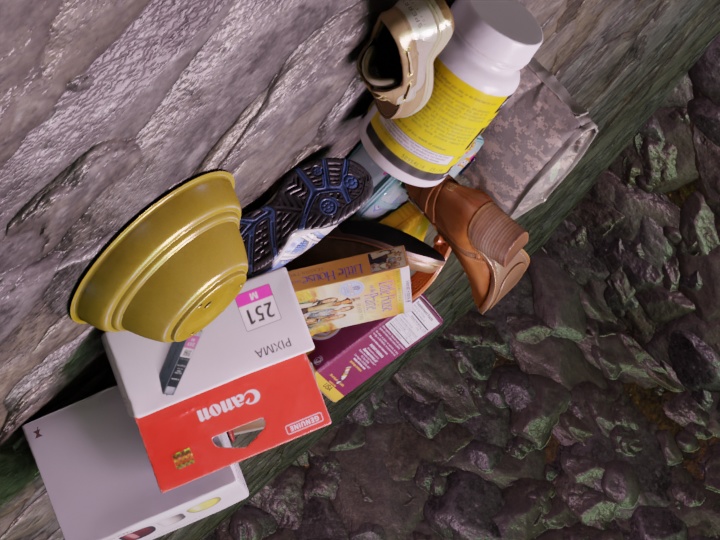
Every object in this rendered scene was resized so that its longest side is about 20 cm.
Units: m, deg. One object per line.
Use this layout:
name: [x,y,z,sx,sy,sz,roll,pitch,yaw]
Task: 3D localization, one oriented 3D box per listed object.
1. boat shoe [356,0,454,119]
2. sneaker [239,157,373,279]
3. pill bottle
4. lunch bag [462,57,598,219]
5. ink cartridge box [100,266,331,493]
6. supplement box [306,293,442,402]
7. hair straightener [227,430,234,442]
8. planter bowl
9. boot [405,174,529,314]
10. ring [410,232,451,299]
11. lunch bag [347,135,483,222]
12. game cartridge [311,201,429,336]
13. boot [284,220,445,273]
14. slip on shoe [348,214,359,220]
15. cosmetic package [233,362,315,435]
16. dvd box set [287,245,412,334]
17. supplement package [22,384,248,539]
boat shoe: [0.030,-0.198,1.175,0.066,0.074,0.200,-28,164,-17]
sneaker: [-0.075,-0.055,1.337,0.200,0.076,0.077,-31,173,-17]
pill bottle: [0.093,-0.192,1.295,0.114,0.114,0.200,-31,164,-52]
lunch bag: [0.212,-0.191,1.637,0.118,0.164,0.200,-30,164,-36]
ink cartridge box: [-0.141,0.111,1.272,0.200,0.174,0.044,-21,180,-18]
supplement box: [-0.006,0.071,1.788,0.200,0.131,0.103,-37,145,3]
hair straightener: [-0.209,0.155,1.522,0.077,0.041,0.200,-24,138,-14]
planter bowl: [-0.166,0.007,1.161,0.200,0.083,0.200,-43,170,-10]
boot: [0.118,-0.043,1.444,0.074,0.155,0.200,-43,160,-22]
ring: [0.060,-0.045,1.689,0.019,0.201,0.200,26,118,-32]
lunch bag: [0.058,-0.128,1.511,0.160,0.077,0.200,-48,165,19]
game cartridge: [0.000,0.000,1.537,0.200,0.032,0.176,-34,166,-16]
boot: [-0.003,-0.016,1.427,0.074,0.200,0.076,-119,-138,-69]
slip on shoe: [-0.024,-0.013,1.720,0.200,0.061,0.074,-48,168,8]
cosmetic package: [-0.155,0.178,1.659,0.200,0.071,0.105,-12,177,-1]
dvd box set: [-0.042,0.032,1.392,0.200,0.029,0.146,-13,158,-2]
supplement package: [-0.240,0.214,1.382,0.191,0.147,0.200,-22,167,-7]
